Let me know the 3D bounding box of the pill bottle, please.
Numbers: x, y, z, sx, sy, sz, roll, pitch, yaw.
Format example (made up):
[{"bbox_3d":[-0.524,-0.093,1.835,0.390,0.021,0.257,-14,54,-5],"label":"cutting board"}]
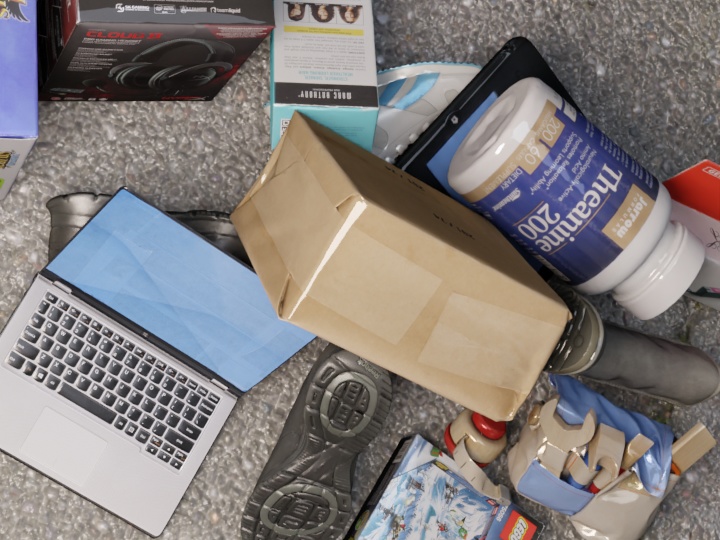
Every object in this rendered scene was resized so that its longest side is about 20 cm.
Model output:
[{"bbox_3d":[0.176,-0.052,1.226,0.200,0.111,0.111,38,69,-12],"label":"pill bottle"}]

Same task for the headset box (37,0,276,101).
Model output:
[{"bbox_3d":[-0.158,-0.191,1.153,0.148,0.200,0.078,-3,80,-22],"label":"headset box"}]

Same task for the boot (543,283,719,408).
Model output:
[{"bbox_3d":[0.213,0.072,1.250,0.199,0.182,0.073,25,91,-22],"label":"boot"}]

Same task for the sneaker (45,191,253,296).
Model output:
[{"bbox_3d":[-0.149,-0.007,1.198,0.199,0.076,0.091,7,87,-13],"label":"sneaker"}]

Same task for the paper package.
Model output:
[{"bbox_3d":[0.025,-0.004,1.122,0.199,0.191,0.104,26,104,-26],"label":"paper package"}]

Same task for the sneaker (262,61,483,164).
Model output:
[{"bbox_3d":[0.019,-0.126,1.284,0.199,0.076,0.081,-15,94,-17],"label":"sneaker"}]

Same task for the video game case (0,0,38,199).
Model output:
[{"bbox_3d":[-0.269,-0.169,1.115,0.045,0.181,0.202,1,79,-21],"label":"video game case"}]

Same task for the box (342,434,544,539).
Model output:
[{"bbox_3d":[0.045,0.253,1.231,0.137,0.040,0.201,36,69,-10],"label":"box"}]

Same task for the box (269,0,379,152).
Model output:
[{"bbox_3d":[-0.031,-0.183,1.226,0.082,0.049,0.201,2,50,-5],"label":"box"}]

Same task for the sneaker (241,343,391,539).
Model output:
[{"bbox_3d":[-0.030,0.135,1.174,0.076,0.091,0.201,25,110,-10],"label":"sneaker"}]

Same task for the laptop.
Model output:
[{"bbox_3d":[-0.161,0.074,1.120,0.187,0.116,0.201,34,78,-19],"label":"laptop"}]

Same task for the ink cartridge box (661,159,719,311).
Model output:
[{"bbox_3d":[0.324,-0.016,1.320,0.199,0.173,0.044,23,71,-15],"label":"ink cartridge box"}]

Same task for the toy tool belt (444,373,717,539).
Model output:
[{"bbox_3d":[0.182,0.135,1.255,0.199,0.123,0.125,25,32,-18],"label":"toy tool belt"}]

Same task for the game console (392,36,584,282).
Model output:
[{"bbox_3d":[0.120,-0.068,1.290,0.200,0.031,0.177,-48,119,-16],"label":"game console"}]
